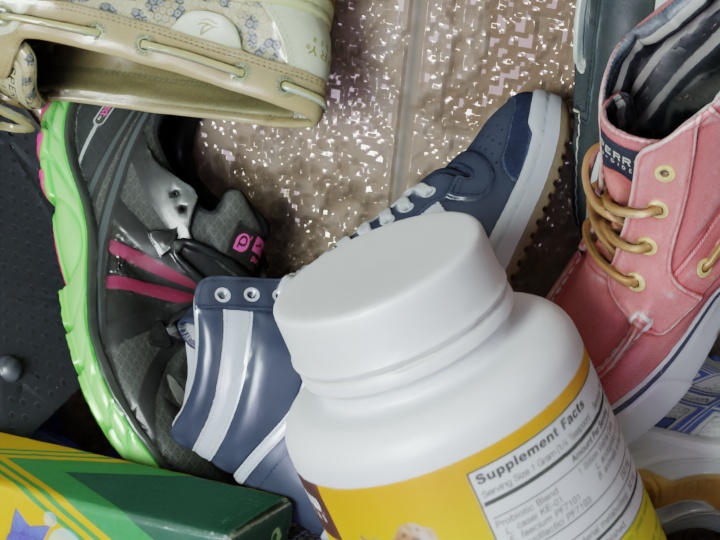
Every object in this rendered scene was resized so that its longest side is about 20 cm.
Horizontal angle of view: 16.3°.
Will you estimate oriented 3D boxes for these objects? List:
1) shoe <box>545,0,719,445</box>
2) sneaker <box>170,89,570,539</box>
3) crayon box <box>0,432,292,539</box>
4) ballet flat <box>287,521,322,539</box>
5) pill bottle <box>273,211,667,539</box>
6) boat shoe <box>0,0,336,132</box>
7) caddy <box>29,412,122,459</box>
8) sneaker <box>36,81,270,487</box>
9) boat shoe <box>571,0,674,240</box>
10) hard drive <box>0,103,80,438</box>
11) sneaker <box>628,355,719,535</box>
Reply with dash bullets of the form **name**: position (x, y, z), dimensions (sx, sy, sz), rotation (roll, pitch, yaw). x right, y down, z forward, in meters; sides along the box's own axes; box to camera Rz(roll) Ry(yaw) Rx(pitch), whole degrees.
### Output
- **shoe**: position (0.103, -0.022, 0.916), dimensions (0.200, 0.071, 0.091), rotation (-49, 133, 6)
- **sneaker**: position (0.000, 0.000, 0.968), dimensions (0.108, 0.070, 0.200), rotation (26, 75, 0)
- **crayon box**: position (-0.128, 0.133, 0.969), dimensions (0.200, 0.052, 0.126), rotation (11, 107, 26)
- **ballet flat**: position (-0.073, 0.163, 1.021), dimensions (0.200, 0.072, 0.072), rotation (-39, 93, 1)
- **pill bottle**: position (0.044, 0.084, 0.879), dimensions (0.109, 0.109, 0.200), rotation (-16, 110, 22)
- **boat shoe**: position (-0.110, -0.089, 0.992), dimensions (0.200, 0.073, 0.063), rotation (-1, 73, 8)
- **caddy**: position (-0.152, 0.149, 1.097), dimensions (0.141, 0.105, 0.200), rotation (20, 112, 10)
- **sneaker**: position (-0.075, 0.007, 1.018), dimensions (0.084, 0.077, 0.200), rotation (-16, 77, 10)
- **boat shoe**: position (0.115, -0.089, 0.958), dimensions (0.060, 0.076, 0.200), rotation (47, 133, 42)
- **hard drive**: position (-0.182, -0.027, 1.038), dimensions (0.042, 0.135, 0.200), rotation (-31, 101, 41)
- **sneaker**: position (0.145, 0.061, 0.989), dimensions (0.200, 0.088, 0.075), rotation (2, 140, -5)
